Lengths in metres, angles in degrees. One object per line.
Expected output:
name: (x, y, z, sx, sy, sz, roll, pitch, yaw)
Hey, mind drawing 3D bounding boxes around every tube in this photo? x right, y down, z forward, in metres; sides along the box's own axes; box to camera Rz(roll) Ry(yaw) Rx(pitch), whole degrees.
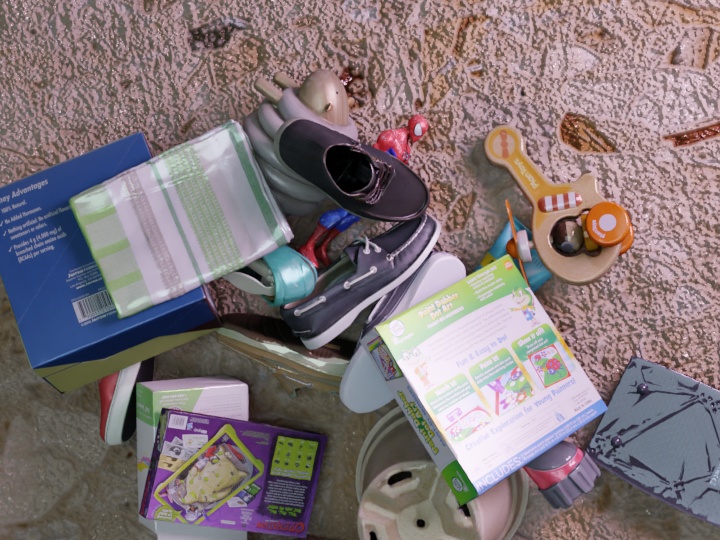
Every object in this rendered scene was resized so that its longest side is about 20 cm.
tube: (0.132, 0.041, 1.692, 0.077, 0.050, 0.200, 40, 96, -3)

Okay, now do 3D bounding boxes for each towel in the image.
towel: (-0.186, -0.055, 1.589, 0.198, 0.031, 0.150, -25, 74, -5)

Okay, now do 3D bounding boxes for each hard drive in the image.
hard drive: (0.357, 0.187, 1.665, 0.199, 0.042, 0.136, 26, 100, 7)

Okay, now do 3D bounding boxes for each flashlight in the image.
flashlight: (0.173, 0.161, 1.654, 0.068, 0.068, 0.201, -40, 96, -17)

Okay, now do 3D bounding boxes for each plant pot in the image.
plant pot: (0.077, 0.249, 1.651, 0.198, 0.183, 0.203, 1, 96, 10)

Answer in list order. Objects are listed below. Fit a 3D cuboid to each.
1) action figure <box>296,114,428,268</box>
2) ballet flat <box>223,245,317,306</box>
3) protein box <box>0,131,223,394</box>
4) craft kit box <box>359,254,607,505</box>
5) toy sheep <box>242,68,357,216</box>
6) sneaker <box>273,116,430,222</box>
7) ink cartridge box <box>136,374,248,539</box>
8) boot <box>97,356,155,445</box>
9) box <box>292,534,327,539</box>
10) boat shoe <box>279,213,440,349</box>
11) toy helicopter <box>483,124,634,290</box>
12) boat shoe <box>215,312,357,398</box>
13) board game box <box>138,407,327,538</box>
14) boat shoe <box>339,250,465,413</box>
action figure: (0.010, -0.087, 1.689, 0.052, 0.065, 0.201, 40, 104, 26)
ballet flat: (-0.136, -0.025, 1.661, 0.199, 0.070, 0.068, 34, 134, 29)
protein box: (-0.281, -0.007, 1.665, 0.197, 0.135, 0.202, -22, 74, -3)
craft kit box: (0.129, 0.108, 1.590, 0.199, 0.199, 0.048, 60, 146, 7)
toy sheep: (-0.076, -0.128, 1.670, 0.137, 0.138, 0.201, 33, 116, 5)
sneaker: (0.010, -0.088, 1.588, 0.199, 0.106, 0.075, 22, 96, -35)
ink cartridge box: (-0.188, 0.225, 1.730, 0.116, 0.067, 0.202, -3, 96, -27)
boot: (-0.310, 0.092, 1.764, 0.143, 0.072, 0.202, 8, 90, 10)
box: (-0.066, 0.370, 1.668, 0.127, 0.199, 0.110, 11, 98, 29)
boat shoe: (0.000, 0.000, 1.672, 0.200, 0.076, 0.060, -44, 114, -6)
toy helicopter: (0.193, -0.068, 1.656, 0.132, 0.079, 0.201, -39, 75, 6)
boat shoe: (-0.073, 0.108, 1.725, 0.198, 0.072, 0.077, 18, 111, 8)
board game box: (-0.138, 0.225, 1.702, 0.198, 0.032, 0.121, 13, 86, -30)
boat shoe: (0.035, 0.062, 1.678, 0.072, 0.068, 0.201, 37, 82, -31)
